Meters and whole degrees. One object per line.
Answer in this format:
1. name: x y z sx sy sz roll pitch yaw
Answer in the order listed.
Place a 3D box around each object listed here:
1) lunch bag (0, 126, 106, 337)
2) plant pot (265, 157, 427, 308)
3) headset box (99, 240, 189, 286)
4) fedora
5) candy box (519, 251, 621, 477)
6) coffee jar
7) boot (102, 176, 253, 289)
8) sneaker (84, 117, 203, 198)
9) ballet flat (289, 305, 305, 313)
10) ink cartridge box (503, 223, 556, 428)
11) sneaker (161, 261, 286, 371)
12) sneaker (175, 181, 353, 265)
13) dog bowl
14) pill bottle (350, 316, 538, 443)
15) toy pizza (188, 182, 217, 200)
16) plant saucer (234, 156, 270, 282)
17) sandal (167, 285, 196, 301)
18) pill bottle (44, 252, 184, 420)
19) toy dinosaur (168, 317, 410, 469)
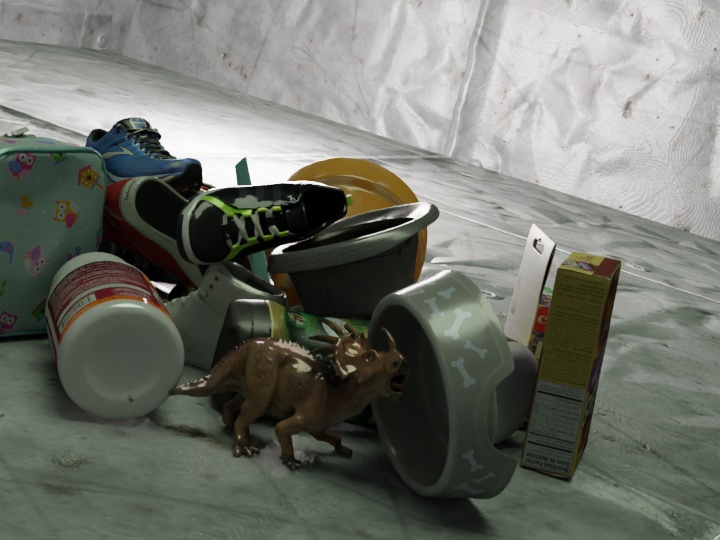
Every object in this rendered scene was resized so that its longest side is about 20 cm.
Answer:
1. lunch bag: -0.335 -0.038 1.302 0.077 0.200 0.160 20 16 39
2. plant pot: -0.025 -0.005 1.564 0.200 0.200 0.183 13 29 -1
3. headset box: -0.288 -0.042 1.541 0.200 0.093 0.174 9 0 -21
4. fedora: 0.000 0.000 1.356 0.177 0.090 0.200 -11 10 22
5. candy box: 0.209 0.090 1.318 0.056 0.200 0.117 13 13 14
6. coffee jar: -0.040 0.091 1.269 0.200 0.104 0.085 10 27 -15
7. boot: -0.217 -0.031 1.424 0.144 0.073 0.200 -1 -33 42
8. sneaker: -0.251 -0.128 1.496 0.200 0.089 0.078 10 2 41
9. ballet flat: -0.091 0.060 1.447 0.200 0.064 0.076 21 13 29
10. ink cartridge box: 0.192 0.060 1.431 0.050 0.200 0.109 11 13 -8
11. sneaker: -0.168 0.034 1.363 0.200 0.116 0.074 15 14 13
12. sneaker: -0.091 -0.057 1.324 0.200 0.072 0.083 -21 12 -41
13. dog bowl: 0.064 0.103 1.148 0.059 0.200 0.200 -9 20 -21
14. pill bottle: 0.078 0.093 1.375 0.109 0.109 0.200 1 18 -45
15. toy pizza: -0.227 -0.091 1.669 0.200 0.032 0.200 18 -13 4
16. plant saucer: -0.124 -0.034 1.569 0.019 0.200 0.070 -8 -29 -6
17. sandal: -0.168 0.009 1.594 0.080 0.054 0.200 -26 15 24
18. pill bottle: -0.231 0.052 1.227 0.109 0.110 0.200 9 14 -20
19. toy dinosaur: -0.058 0.094 1.168 0.200 0.136 0.086 14 12 5
